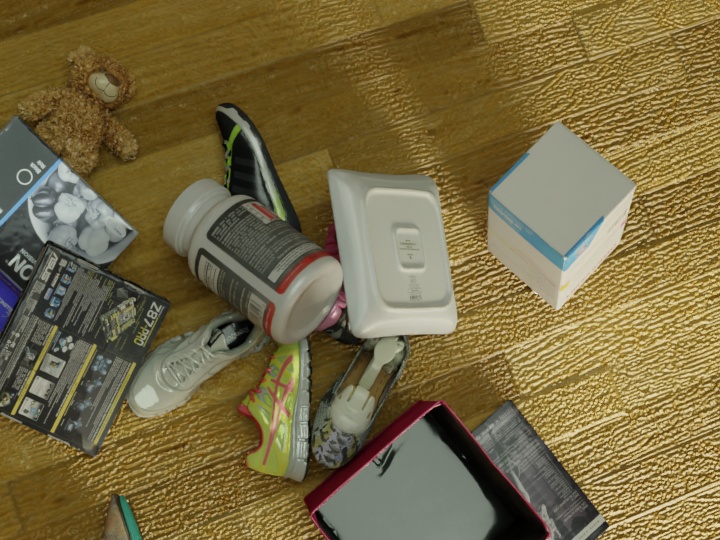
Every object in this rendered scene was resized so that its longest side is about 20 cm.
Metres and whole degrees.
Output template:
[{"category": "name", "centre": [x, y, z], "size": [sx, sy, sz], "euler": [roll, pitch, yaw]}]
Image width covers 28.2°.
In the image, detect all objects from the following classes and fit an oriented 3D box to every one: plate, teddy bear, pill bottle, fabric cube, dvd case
[{"category": "plate", "centre": [0.049, -0.023, 1.717], "size": [0.198, 0.032, 0.203], "euler": [0, 79, -50]}, {"category": "teddy bear", "centre": [-0.340, -0.170, 1.713], "size": [0.145, 0.067, 0.200], "euler": [46, 77, -3]}, {"category": "pill bottle", "centre": [-0.126, -0.015, 1.650], "size": [0.199, 0.116, 0.116], "euler": [37, 76, 22]}, {"category": "fabric cube", "centre": [0.069, 0.283, 1.635], "size": [0.196, 0.199, 0.200], "euler": [-40, 89, -8]}, {"category": "dvd case", "centre": [0.191, 0.284, 1.759], "size": [0.148, 0.016, 0.201], "euler": [-39, 89, -13]}]

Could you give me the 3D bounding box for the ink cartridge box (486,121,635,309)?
[{"category": "ink cartridge box", "centre": [0.238, -0.058, 1.740], "size": [0.125, 0.200, 0.129], "euler": [42, 76, 17]}]

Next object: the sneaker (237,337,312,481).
[{"category": "sneaker", "centre": [-0.102, 0.147, 1.701], "size": [0.089, 0.078, 0.203], "euler": [2, 78, -1]}]

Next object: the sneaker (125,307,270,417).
[{"category": "sneaker", "centre": [-0.191, 0.101, 1.690], "size": [0.199, 0.081, 0.075], "euler": [-35, 90, -12]}]

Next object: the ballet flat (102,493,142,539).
[{"category": "ballet flat", "centre": [-0.266, 0.359, 1.644], "size": [0.067, 0.068, 0.202], "euler": [-23, 84, -5]}]

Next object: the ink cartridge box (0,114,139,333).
[{"category": "ink cartridge box", "centre": [-0.396, -0.040, 1.664], "size": [0.198, 0.043, 0.200], "euler": [44, 85, -13]}]

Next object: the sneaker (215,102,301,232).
[{"category": "sneaker", "centre": [-0.143, -0.106, 1.735], "size": [0.082, 0.072, 0.202], "euler": [-25, 86, -10]}]

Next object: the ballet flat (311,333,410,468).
[{"category": "ballet flat", "centre": [0.001, 0.140, 1.694], "size": [0.072, 0.072, 0.201], "euler": [33, 59, -3]}]

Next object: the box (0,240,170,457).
[{"category": "box", "centre": [-0.333, 0.090, 1.649], "size": [0.160, 0.049, 0.202], "euler": [26, 89, -15]}]

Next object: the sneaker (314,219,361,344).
[{"category": "sneaker", "centre": [0.000, 0.000, 1.752], "size": [0.095, 0.079, 0.202], "euler": [36, 67, -33]}]
